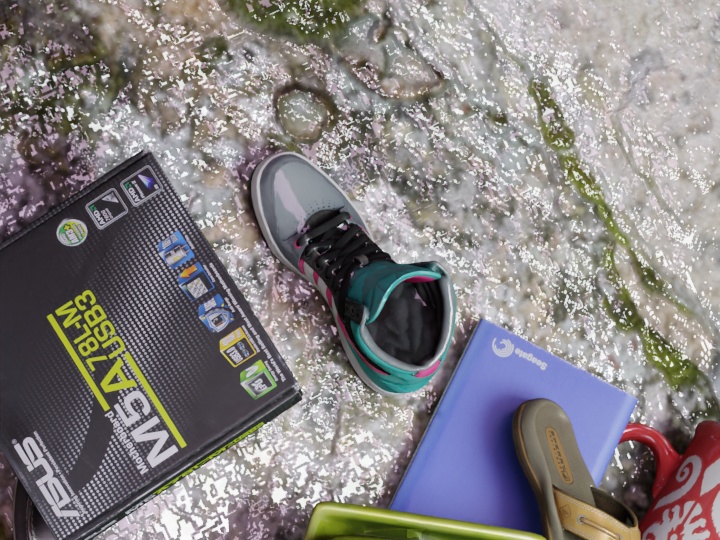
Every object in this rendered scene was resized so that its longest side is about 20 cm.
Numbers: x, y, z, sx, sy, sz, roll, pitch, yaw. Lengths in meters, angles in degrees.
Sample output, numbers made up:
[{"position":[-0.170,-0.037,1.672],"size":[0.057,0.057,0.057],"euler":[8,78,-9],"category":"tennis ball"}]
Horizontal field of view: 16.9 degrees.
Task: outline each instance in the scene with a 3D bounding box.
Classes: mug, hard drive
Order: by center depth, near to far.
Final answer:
[{"position":[0.103,0.154,1.769],"size":[0.131,0.025,0.201],"euler":[27,76,-1],"category":"hard drive"},{"position":[0.234,0.222,1.796],"size":[0.200,0.177,0.134],"euler":[-53,140,-12],"category":"mug"}]

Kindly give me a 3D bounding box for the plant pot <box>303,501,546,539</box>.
[{"position":[0.037,0.274,1.639],"size":[0.198,0.182,0.200],"euler":[9,114,-12],"category":"plant pot"}]

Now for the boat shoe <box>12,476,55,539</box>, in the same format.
[{"position":[-0.187,0.113,1.662],"size":[0.066,0.057,0.201],"euler":[23,78,-17],"category":"boat shoe"}]

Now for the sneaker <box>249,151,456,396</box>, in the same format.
[{"position":[0.000,0.000,1.708],"size":[0.083,0.121,0.201],"euler":[-37,98,-19],"category":"sneaker"}]

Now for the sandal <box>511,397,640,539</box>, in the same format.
[{"position":[0.165,0.175,1.705],"size":[0.080,0.054,0.201],"euler":[13,53,-53],"category":"sandal"}]

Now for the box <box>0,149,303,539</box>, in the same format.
[{"position":[-0.169,0.053,1.627],"size":[0.192,0.048,0.201],"euler":[-32,80,-5],"category":"box"}]
